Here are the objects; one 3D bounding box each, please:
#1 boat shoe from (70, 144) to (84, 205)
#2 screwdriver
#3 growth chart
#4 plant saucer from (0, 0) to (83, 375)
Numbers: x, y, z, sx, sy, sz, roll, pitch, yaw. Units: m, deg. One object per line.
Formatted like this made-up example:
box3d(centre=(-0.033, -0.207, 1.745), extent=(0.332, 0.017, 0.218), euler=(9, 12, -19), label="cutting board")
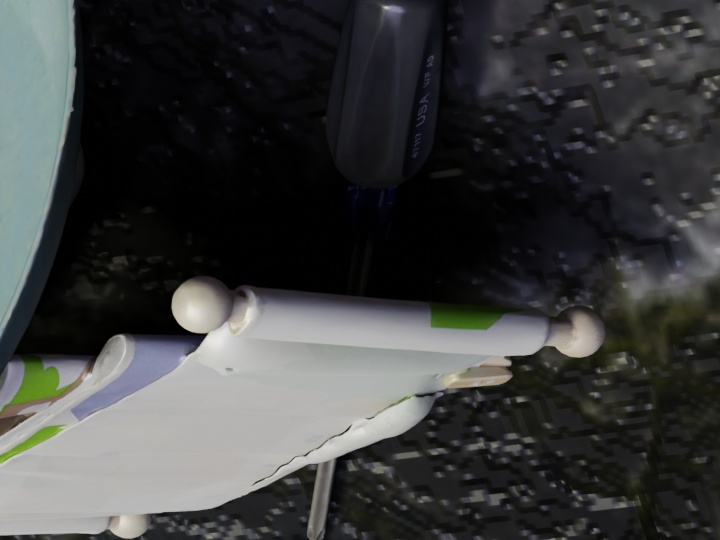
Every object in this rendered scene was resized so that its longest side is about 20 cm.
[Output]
box3d(centre=(-0.147, 0.026, 0.780), extent=(0.072, 0.068, 0.200), euler=(41, 126, -15), label="boat shoe")
box3d(centre=(0.000, 0.000, 0.754), extent=(0.028, 0.029, 0.200), euler=(14, 137, 6), label="screwdriver")
box3d(centre=(-0.056, 0.040, 0.728), extent=(0.144, 0.018, 0.200), euler=(8, 156, -43), label="growth chart")
box3d(centre=(-0.124, -0.014, 0.689), extent=(0.201, 0.201, 0.039), euler=(-29, 144, 32), label="plant saucer")
